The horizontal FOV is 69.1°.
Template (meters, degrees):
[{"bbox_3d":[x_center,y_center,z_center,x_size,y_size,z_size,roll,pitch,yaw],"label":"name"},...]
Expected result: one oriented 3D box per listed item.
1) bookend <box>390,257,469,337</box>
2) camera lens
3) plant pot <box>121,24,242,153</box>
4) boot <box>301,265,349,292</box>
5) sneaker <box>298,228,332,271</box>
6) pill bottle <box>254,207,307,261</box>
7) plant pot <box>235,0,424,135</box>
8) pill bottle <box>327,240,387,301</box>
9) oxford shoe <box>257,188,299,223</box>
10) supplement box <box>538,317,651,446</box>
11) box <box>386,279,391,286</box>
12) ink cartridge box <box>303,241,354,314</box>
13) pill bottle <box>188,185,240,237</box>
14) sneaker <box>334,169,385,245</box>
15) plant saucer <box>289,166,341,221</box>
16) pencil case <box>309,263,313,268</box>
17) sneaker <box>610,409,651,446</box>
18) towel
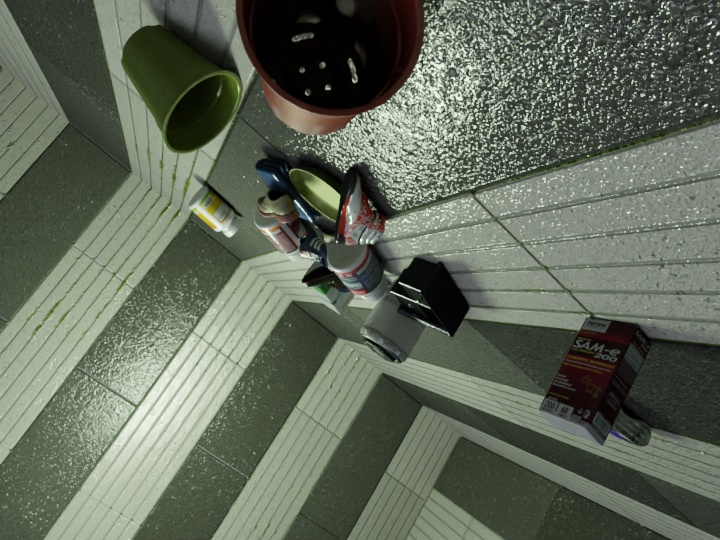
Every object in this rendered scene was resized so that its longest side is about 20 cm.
[{"bbox_3d":[0.146,0.050,1.319,0.196,0.093,0.201,22,159,44],"label":"bookend"},{"bbox_3d":[0.105,0.152,1.516,0.158,0.202,0.160,32,166,9],"label":"camera lens"},{"bbox_3d":[-0.371,-0.379,1.048,0.190,0.199,0.200,46,167,8],"label":"plant pot"},{"bbox_3d":[-0.076,0.034,1.532,0.074,0.195,0.100,34,139,56],"label":"boot"},{"bbox_3d":[-0.130,-0.050,1.516,0.201,0.082,0.077,-126,22,-56],"label":"sneaker"},{"bbox_3d":[-0.233,-0.122,1.619,0.112,0.115,0.201,24,161,36],"label":"pill bottle"},{"bbox_3d":[-0.045,-0.261,0.625,0.199,0.203,0.195,37,174,-9],"label":"plant pot"},{"bbox_3d":[0.000,0.000,1.451,0.118,0.121,0.201,23,162,38],"label":"pill bottle"},{"bbox_3d":[-0.219,-0.180,1.349,0.198,0.070,0.077,21,134,52],"label":"oxford shoe"},{"bbox_3d":[0.410,0.188,0.917,0.061,0.202,0.108,41,164,-23],"label":"supplement box"},{"bbox_3d":[0.086,0.075,1.657,0.199,0.035,0.109,43,164,-25],"label":"box"},{"bbox_3d":[-0.081,0.028,1.671,0.082,0.148,0.201,28,163,30],"label":"ink cartridge box"},{"bbox_3d":[-0.576,-0.229,2.083,0.200,0.112,0.110,44,163,-29],"label":"pill bottle"},{"bbox_3d":[0.007,-0.134,1.141,0.104,0.069,0.204,2,140,-10],"label":"sneaker"},{"bbox_3d":[-0.082,-0.183,1.247,0.197,0.031,0.201,34,165,10],"label":"plant saucer"},{"bbox_3d":[-0.148,0.028,1.966,0.087,0.080,0.201,19,164,4],"label":"pencil case"},{"bbox_3d":[0.600,0.355,1.271,0.199,0.070,0.099,39,168,-9],"label":"sneaker"},{"bbox_3d":[-0.187,-0.211,1.365,0.110,0.049,0.201,23,161,40],"label":"towel"}]
